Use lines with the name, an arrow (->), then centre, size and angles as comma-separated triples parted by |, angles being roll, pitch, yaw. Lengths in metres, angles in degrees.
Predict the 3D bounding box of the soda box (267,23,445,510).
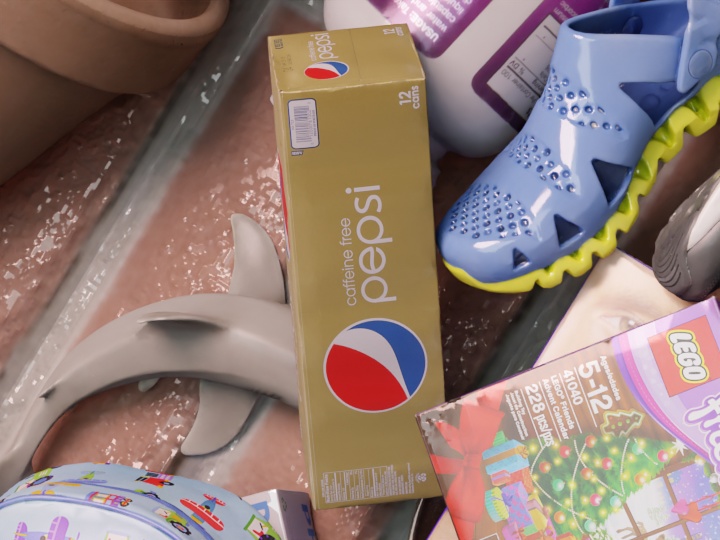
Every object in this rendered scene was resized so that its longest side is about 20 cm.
soda box -> 0.000, 0.000, 1.161 | 0.064, 0.068, 0.201 | -5, 116, -4

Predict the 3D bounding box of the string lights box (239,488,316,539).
string lights box -> -0.112, 0.175, 1.247 | 0.199, 0.059, 0.103 | -16, 79, 13

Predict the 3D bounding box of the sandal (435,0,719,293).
sandal -> 0.103, -0.075, 1.150 | 0.200, 0.087, 0.079 | -46, 40, -14

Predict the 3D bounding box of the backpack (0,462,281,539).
backpack -> -0.119, 0.182, 1.150 | 0.181, 0.135, 0.201 | 11, 83, 15

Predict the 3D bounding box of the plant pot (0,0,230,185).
plant pot -> -0.189, -0.118, 1.250 | 0.200, 0.200, 0.175 | 49, 113, 15

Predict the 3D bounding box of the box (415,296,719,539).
box -> 0.120, 0.129, 1.100 | 0.136, 0.039, 0.201 | -22, 79, 11

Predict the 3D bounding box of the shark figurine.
shark figurine -> -0.102, 0.046, 1.248 | 0.213, 0.089, 0.129 | -19, 77, 10

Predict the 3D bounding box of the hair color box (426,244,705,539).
hair color box -> 0.104, 0.103, 1.160 | 0.109, 0.065, 0.201 | 32, 90, 16

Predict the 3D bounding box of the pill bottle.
pill bottle -> 0.054, -0.124, 1.212 | 0.112, 0.112, 0.200 | 44, 95, 15

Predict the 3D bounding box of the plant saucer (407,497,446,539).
plant saucer -> 0.120, 0.138, 1.202 | 0.199, 0.037, 0.202 | -2, 82, 15

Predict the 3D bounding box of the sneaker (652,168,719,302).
sneaker -> 0.212, -0.035, 1.145 | 0.200, 0.074, 0.085 | -34, 83, -25
